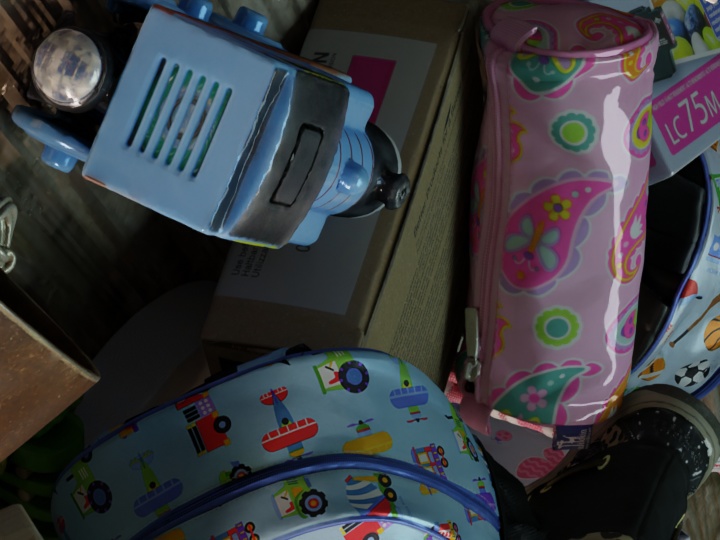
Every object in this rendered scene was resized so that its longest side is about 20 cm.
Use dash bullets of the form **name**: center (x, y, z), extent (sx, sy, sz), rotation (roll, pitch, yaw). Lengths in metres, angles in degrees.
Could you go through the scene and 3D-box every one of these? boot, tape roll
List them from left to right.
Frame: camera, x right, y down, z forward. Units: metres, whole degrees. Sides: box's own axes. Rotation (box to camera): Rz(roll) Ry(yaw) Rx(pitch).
- **tape roll**: center (-0.096, 0.102, 1.222), extent (0.203, 0.037, 0.203), rotation (-50, 156, -33)
- **boot**: center (0.084, 0.158, 1.224), extent (0.204, 0.073, 0.154), rotation (-53, -178, 31)

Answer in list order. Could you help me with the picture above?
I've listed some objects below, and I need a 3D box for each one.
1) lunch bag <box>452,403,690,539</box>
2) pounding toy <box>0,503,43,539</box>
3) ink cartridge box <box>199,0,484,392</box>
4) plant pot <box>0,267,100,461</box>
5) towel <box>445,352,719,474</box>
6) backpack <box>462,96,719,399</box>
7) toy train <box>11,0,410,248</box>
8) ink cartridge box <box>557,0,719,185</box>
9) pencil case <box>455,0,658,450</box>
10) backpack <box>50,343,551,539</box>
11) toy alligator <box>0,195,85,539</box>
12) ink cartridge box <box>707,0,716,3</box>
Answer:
- **lunch bag**: center (0.080, 0.168, 1.498), extent (0.127, 0.199, 0.170), rotation (-40, 149, -46)
- **pounding toy**: center (-0.163, 0.186, 1.008), extent (0.199, 0.142, 0.185), rotation (-22, 142, -22)
- **ink cartridge box**: center (0.000, 0.000, 1.193), extent (0.165, 0.075, 0.201), rotation (78, 26, -54)
- **plant pot**: center (-0.205, 0.038, 0.712), extent (0.200, 0.187, 0.187), rotation (-47, 159, -2)
- **towel**: center (0.109, 0.077, 1.387), extent (0.146, 0.200, 0.030), rotation (11, 95, -44)
- **backpack**: center (0.135, -0.017, 1.388), extent (0.154, 0.190, 0.201), rotation (9, 109, -34)
- **toy train**: center (-0.051, -0.056, 1.023), extent (0.087, 0.114, 0.200), rotation (-64, 160, 5)
- **ink cartridge box**: center (0.120, -0.148, 1.260), extent (0.042, 0.201, 0.119), rotation (-24, -174, 39)
- **pencil case**: center (0.087, -0.023, 1.205), extent (0.087, 0.087, 0.201), rotation (-34, 134, -53)
- **backpack**: center (-0.021, 0.125, 1.062), extent (0.182, 0.135, 0.200), rotation (-23, 144, 10)
- **toy alligator**: center (-0.132, 0.060, 1.055), extent (0.059, 0.054, 0.201), rotation (-43, 152, -44)
- **ink cartridge box**: center (0.090, -0.210, 1.058), extent (0.076, 0.199, 0.148), rotation (-13, 127, -65)
